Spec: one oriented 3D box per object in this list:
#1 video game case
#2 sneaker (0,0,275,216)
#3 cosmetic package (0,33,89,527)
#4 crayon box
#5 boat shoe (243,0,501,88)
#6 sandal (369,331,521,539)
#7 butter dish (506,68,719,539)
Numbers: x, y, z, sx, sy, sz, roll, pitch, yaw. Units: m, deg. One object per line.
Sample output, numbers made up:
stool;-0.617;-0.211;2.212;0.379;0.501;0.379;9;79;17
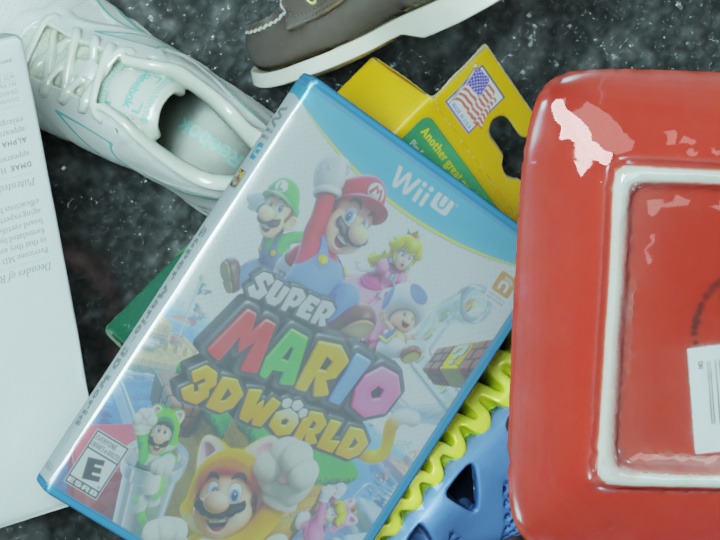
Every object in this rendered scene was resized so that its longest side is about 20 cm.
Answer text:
video game case;-0.024;0.039;1.080;0.143;0.018;0.201;34;89;-25
sneaker;-0.112;-0.086;1.150;0.199;0.080;0.071;26;87;-2
cosmetic package;-0.179;0.003;1.092;0.081;0.113;0.202;-18;107;-27
crayon box;0.000;0.000;1.136;0.200;0.052;0.126;-45;132;-6
boat shoe;0.006;-0.126;1.108;0.072;0.200;0.060;-32;100;-31
sandal;0.065;0.089;1.159;0.087;0.079;0.200;41;85;-6
butter dish;0.155;0.013;1.095;0.198;0.148;0.201;2;98;-5
